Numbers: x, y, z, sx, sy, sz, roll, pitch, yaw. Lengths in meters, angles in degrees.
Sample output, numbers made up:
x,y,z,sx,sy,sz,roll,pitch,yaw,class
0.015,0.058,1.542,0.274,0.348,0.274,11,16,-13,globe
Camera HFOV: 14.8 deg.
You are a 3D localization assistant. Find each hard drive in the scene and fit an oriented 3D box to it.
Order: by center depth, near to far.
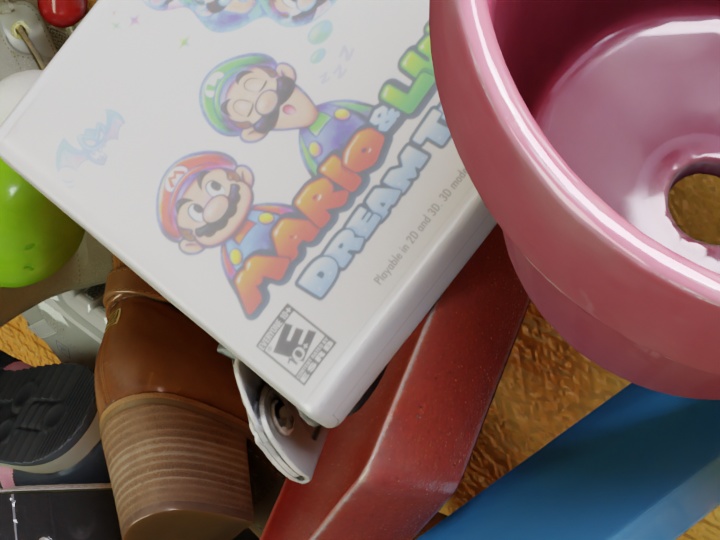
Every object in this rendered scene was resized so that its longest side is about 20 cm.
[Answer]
x,y,z,sx,sy,sz,roll,pitch,yaw,class
-0.103,0.128,1.238,0.140,0.199,0.038,137,128,-60,hard drive

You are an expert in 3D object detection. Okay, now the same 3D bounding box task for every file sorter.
x,y,z,sx,sy,sz,roll,pitch,yaw,class
0.107,0.113,0.899,0.139,0.200,0.123,-16,105,60,file sorter

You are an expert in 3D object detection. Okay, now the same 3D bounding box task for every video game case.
x,y,z,sx,sy,sz,roll,pitch,yaw,class
-0.010,-0.074,0.943,0.182,0.200,0.024,38,180,34,video game case

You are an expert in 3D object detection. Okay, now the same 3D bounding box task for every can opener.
x,y,z,sx,sy,sz,roll,pitch,yaw,class
0.000,0.000,1.004,0.067,0.200,0.053,-19,116,26,can opener

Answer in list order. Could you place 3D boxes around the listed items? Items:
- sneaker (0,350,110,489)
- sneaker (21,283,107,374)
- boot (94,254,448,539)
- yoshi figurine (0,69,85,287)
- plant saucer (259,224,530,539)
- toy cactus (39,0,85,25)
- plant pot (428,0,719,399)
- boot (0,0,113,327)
x,y,z,sx,sy,sz,roll,pitch,yaw,class
-0.152,0.084,1.313,0.082,0.070,0.200,39,166,-28,sneaker
-0.145,0.010,1.316,0.200,0.075,0.082,38,142,33,sneaker
-0.022,0.059,1.156,0.074,0.200,0.155,-36,46,35,boot
-0.179,-0.051,1.125,0.199,0.112,0.112,19,166,18,yoshi figurine
0.019,0.037,1.006,0.037,0.200,0.200,26,148,-5,plant saucer
-0.074,-0.135,1.070,0.200,0.102,0.166,34,132,52,toy cactus
0.112,-0.050,0.778,0.200,0.200,0.179,53,165,13,plant pot
-0.187,-0.064,1.238,0.200,0.154,0.072,56,150,9,boot
